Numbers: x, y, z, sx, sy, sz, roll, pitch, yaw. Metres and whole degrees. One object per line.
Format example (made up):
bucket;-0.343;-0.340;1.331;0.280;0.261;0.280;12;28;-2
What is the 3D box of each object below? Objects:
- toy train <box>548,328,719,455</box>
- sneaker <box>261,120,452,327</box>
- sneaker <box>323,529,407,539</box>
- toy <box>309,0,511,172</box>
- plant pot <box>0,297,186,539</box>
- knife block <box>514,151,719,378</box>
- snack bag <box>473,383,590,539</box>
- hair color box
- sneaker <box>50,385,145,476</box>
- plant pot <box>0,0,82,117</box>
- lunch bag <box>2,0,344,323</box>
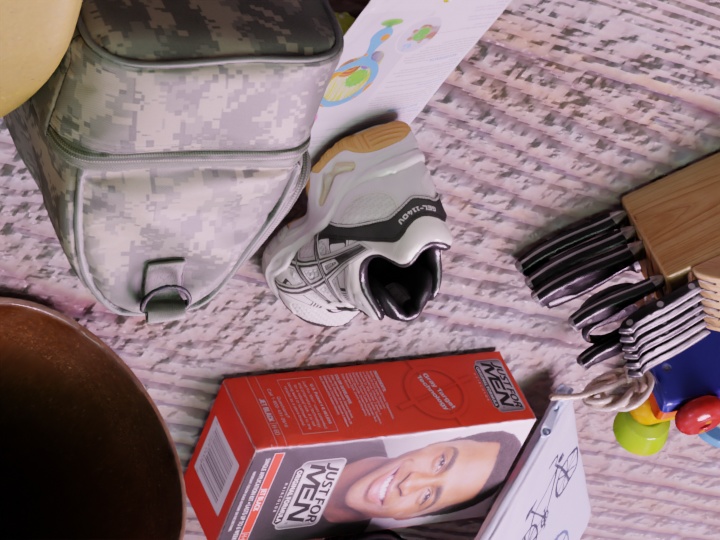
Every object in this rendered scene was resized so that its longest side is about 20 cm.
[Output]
toy train;0.193;0.084;1.846;0.199;0.085;0.116;-11;155;-22
sneaker;0.000;0.000;1.573;0.075;0.088;0.200;-22;162;-18
sneaker;0.008;0.198;1.786;0.078;0.200;0.080;-12;116;-3
toy;0.009;-0.122;1.480;0.115;0.047;0.200;-9;153;-44
plant pot;-0.231;0.144;1.571;0.187;0.187;0.200;14;142;-43
knife block;0.199;-0.025;1.736;0.064;0.175;0.200;73;36;-55
snack bag;0.099;0.195;1.869;0.189;0.021;0.200;-58;157;-23
hair color box;-0.001;0.112;1.759;0.199;0.061;0.102;-6;139;-29
sneaker;-0.161;0.143;1.677;0.075;0.081;0.200;-6;138;-25
plant pot;-0.229;-0.145;1.192;0.195;0.195;0.200;-16;152;-15
lunch bag;-0.108;-0.096;1.318;0.139;0.200;0.168;-2;134;-27
